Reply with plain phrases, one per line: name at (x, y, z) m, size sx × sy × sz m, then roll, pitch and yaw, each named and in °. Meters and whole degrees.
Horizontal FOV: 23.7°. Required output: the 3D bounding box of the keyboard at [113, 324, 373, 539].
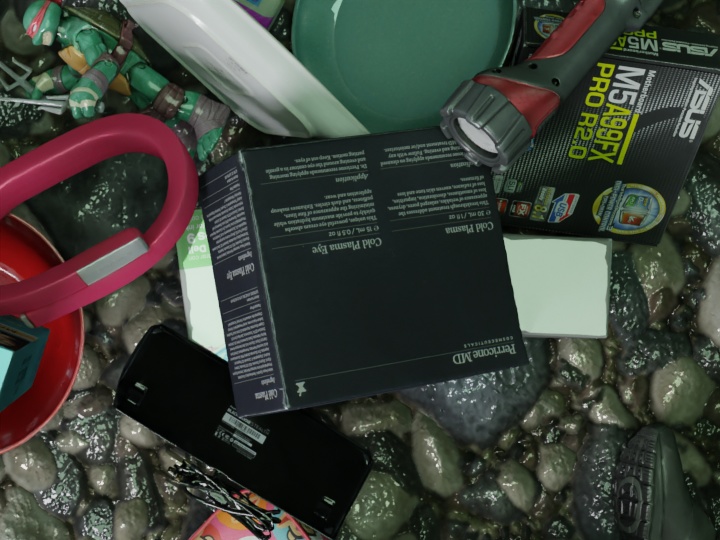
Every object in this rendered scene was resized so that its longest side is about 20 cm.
keyboard at (-0.096, 0.133, 1.275) m, size 0.199 × 0.040 × 0.105 m, roll 32°, pitch 67°, yaw -3°

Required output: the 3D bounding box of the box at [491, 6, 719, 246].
box at (0.185, -0.110, 1.355) m, size 0.159 × 0.201 × 0.045 m, roll 9°, pitch 49°, yaw -4°

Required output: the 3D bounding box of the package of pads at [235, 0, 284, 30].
package of pads at (-0.107, -0.285, 1.342) m, size 0.154 × 0.068 × 0.201 m, roll 31°, pitch 123°, yaw -5°

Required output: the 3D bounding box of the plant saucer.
plant saucer at (0.039, -0.198, 1.378) m, size 0.198 × 0.036 × 0.202 m, roll -5°, pitch 80°, yaw 26°

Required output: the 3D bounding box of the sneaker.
sneaker at (0.263, 0.224, 1.429) m, size 0.090 × 0.076 × 0.202 m, roll -7°, pitch 99°, yaw -13°

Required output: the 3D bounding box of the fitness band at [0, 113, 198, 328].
fitness band at (-0.212, -0.038, 1.250) m, size 0.199 × 0.144 × 0.038 m, roll -26°, pitch 138°, yaw 4°

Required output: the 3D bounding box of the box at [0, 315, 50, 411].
box at (-0.276, 0.058, 1.209) m, size 0.082 × 0.200 × 0.050 m, roll 20°, pitch 91°, yaw -4°

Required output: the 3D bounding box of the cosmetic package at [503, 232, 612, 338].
cosmetic package at (0.098, 0.009, 1.387) m, size 0.198 × 0.107 × 0.091 m, roll 0°, pitch 90°, yaw -5°

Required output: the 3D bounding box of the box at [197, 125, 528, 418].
box at (0.000, 0.000, 1.247) m, size 0.198 × 0.104 × 0.184 m, roll -8°, pitch 84°, yaw -24°

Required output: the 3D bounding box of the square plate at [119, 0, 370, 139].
square plate at (-0.101, -0.161, 1.288) m, size 0.200 × 0.198 × 0.029 m, roll 42°, pitch 81°, yaw -21°

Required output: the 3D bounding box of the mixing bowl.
mixing bowl at (-0.313, 0.046, 1.360) m, size 0.198 × 0.108 × 0.202 m, roll 0°, pitch 91°, yaw -3°

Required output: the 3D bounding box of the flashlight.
flashlight at (0.140, -0.162, 1.233) m, size 0.200 × 0.068 × 0.068 m, roll -51°, pitch 130°, yaw -16°

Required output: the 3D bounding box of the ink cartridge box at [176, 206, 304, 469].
ink cartridge box at (-0.094, 0.047, 1.355) m, size 0.087 × 0.145 × 0.202 m, roll -9°, pitch 92°, yaw -3°

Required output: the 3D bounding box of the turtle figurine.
turtle figurine at (-0.205, -0.152, 1.345) m, size 0.199 × 0.150 × 0.101 m, roll 28°, pitch 94°, yaw -17°

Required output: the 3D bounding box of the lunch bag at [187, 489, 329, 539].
lunch bag at (-0.090, 0.293, 1.373) m, size 0.200 × 0.082 × 0.176 m, roll -42°, pitch 74°, yaw 2°
